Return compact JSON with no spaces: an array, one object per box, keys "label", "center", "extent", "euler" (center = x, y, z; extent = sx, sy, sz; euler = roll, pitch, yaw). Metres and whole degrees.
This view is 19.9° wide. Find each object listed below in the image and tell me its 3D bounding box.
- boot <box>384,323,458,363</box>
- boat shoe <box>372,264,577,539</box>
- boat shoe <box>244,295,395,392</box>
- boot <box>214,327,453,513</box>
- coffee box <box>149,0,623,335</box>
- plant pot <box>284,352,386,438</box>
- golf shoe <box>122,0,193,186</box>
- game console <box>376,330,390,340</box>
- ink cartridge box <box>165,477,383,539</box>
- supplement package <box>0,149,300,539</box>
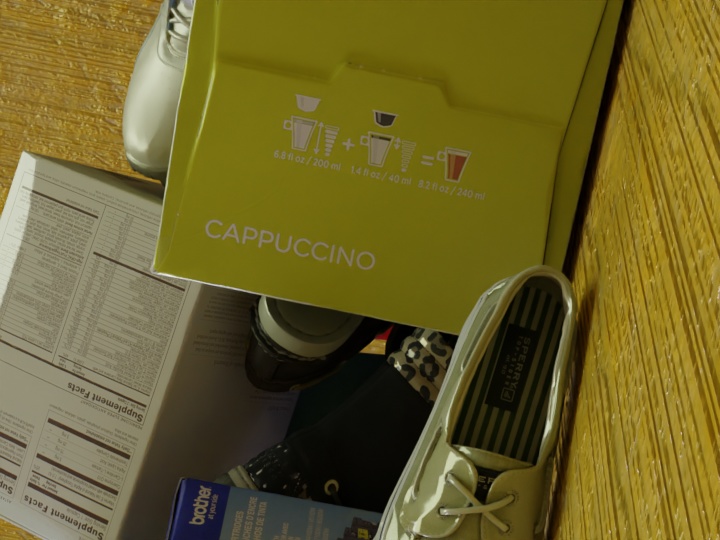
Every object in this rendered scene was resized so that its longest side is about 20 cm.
[{"label":"boot","center":[0.019,0.078,1.192],"extent":[0.200,0.070,0.132],"euler":[-56,-13,-21]},{"label":"boat shoe","center":[0.047,0.090,0.866],"extent":[0.062,0.072,0.201],"euler":[94,-171,-71]},{"label":"boat shoe","center":[0.000,0.000,1.181],"extent":[0.201,0.072,0.061],"euler":[-39,-14,-45]},{"label":"boot","center":[0.032,0.138,1.129],"extent":[0.154,0.204,0.073],"euler":[-41,32,-3]},{"label":"coffee box","center":[0.017,-0.096,1.042],"extent":[0.198,0.199,0.201],"euler":[-78,-1,-73]},{"label":"plant pot","center":[-0.001,0.169,1.306],"extent":[0.141,0.141,0.201],"euler":[101,174,-69]},{"label":"golf shoe","center":[-0.092,-0.151,1.161],"extent":[0.201,0.078,0.097],"euler":[-68,-22,-9]},{"label":"game console","center":[0.049,-0.053,1.545],"extent":[0.172,0.118,0.201],"euler":[-82,3,-81]},{"label":"ink cartridge box","center":[-0.039,0.189,1.045],"extent":[0.076,0.199,0.137],"euler":[-84,5,-58]},{"label":"supplement package","center":[-0.133,0.054,1.210],"extent":[0.152,0.150,0.201],"euler":[12,-82,-62]}]
